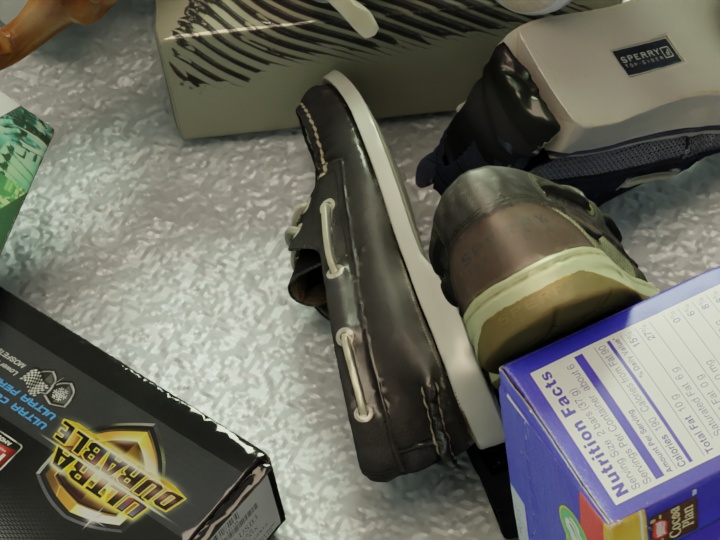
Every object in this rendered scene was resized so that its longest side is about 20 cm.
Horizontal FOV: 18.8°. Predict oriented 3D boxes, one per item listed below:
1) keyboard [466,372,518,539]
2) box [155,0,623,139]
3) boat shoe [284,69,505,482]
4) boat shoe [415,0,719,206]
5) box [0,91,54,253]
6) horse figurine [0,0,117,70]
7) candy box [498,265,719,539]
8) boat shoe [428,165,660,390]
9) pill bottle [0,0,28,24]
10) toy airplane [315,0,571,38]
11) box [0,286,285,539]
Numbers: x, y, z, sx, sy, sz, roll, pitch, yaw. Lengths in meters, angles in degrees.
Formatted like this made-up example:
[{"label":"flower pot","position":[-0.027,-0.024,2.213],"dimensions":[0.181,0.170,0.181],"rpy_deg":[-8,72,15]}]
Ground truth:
[{"label":"keyboard","position":[0.138,0.042,0.840],"dimensions":[0.200,0.040,0.104],"rpy_deg":[-20,53,-7]},{"label":"box","position":[0.012,-0.116,0.955],"dimensions":[0.200,0.068,0.082],"rpy_deg":[-7,51,2]},{"label":"boat shoe","position":[0.000,0.000,0.870],"dimensions":[0.060,0.074,0.200],"rpy_deg":[-23,53,1]},{"label":"boat shoe","position":[0.109,-0.064,0.906],"dimensions":[0.200,0.093,0.075],"rpy_deg":[-10,62,-40]},{"label":"box","position":[-0.209,-0.022,0.821],"dimensions":[0.144,0.036,0.200],"rpy_deg":[34,44,-18]},{"label":"horse figurine","position":[-0.088,-0.158,0.899],"dimensions":[0.050,0.133,0.200],"rpy_deg":[38,64,-3]},{"label":"candy box","position":[0.155,0.066,0.738],"dimensions":[0.200,0.169,0.077],"rpy_deg":[-24,51,-10]},{"label":"boat shoe","position":[0.064,0.000,0.764],"dimensions":[0.072,0.201,0.066],"rpy_deg":[-24,81,7]},{"label":"pill bottle","position":[-0.105,-0.204,1.008],"dimensions":[0.113,0.113,0.200],"rpy_deg":[31,62,26]},{"label":"toy airplane","position":[0.058,-0.166,0.857],"dimensions":[0.199,0.200,0.141],"rpy_deg":[-15,83,-16]},{"label":"box","position":[-0.165,0.105,0.825],"dimensions":[0.200,0.050,0.199],"rpy_deg":[30,61,27]}]
